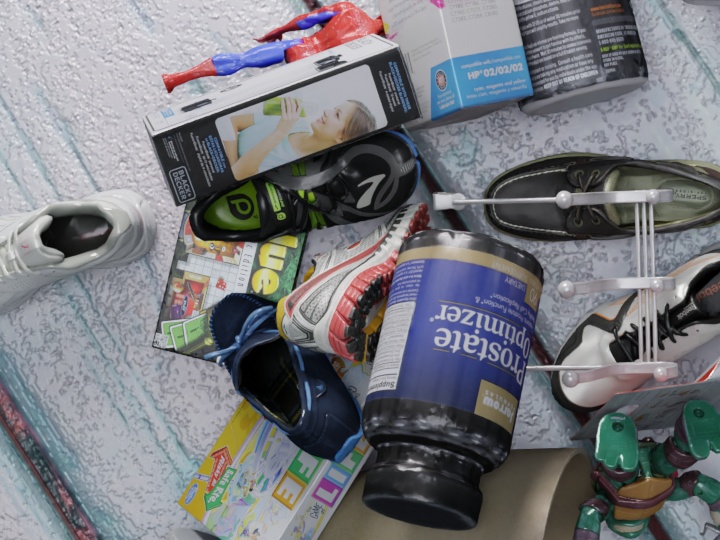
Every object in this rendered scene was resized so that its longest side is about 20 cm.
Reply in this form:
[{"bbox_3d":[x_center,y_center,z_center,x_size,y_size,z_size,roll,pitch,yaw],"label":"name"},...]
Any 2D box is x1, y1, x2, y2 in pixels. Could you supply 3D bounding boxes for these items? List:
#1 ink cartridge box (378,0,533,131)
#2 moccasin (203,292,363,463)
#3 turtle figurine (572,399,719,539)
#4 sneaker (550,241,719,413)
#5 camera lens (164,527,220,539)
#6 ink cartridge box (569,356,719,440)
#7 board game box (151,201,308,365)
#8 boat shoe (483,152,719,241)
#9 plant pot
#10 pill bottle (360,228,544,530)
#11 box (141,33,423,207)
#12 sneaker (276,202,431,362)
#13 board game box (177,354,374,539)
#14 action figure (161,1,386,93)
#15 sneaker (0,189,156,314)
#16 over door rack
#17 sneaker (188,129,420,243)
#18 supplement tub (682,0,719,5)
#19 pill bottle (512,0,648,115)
[{"bbox_3d":[0.063,-0.219,1.530,0.068,0.115,0.201,-12,89,-21],"label":"ink cartridge box"},{"bbox_3d":[-0.065,0.068,1.496,0.200,0.068,0.081,38,99,48],"label":"moccasin"},{"bbox_3d":[0.215,0.172,1.485,0.149,0.200,0.101,-24,58,-15],"label":"turtle figurine"},{"bbox_3d":[0.231,0.041,1.536,0.200,0.080,0.074,-37,88,5],"label":"sneaker"},{"bbox_3d":[-0.128,0.322,1.522,0.159,0.160,0.201,27,91,6],"label":"camera lens"},{"bbox_3d":[0.266,0.079,1.467,0.199,0.163,0.057,-2,73,-7],"label":"ink cartridge box"},{"bbox_3d":[-0.097,-0.022,1.598,0.104,0.023,0.201,13,90,4],"label":"board game box"},{"bbox_3d":[0.196,-0.060,1.547,0.200,0.066,0.072,-1,90,6],"label":"boat shoe"},{"bbox_3d":[0.064,0.218,1.510,0.199,0.187,0.188,6,89,20],"label":"plant pot"},{"bbox_3d":[0.063,0.081,1.426,0.111,0.112,0.201,11,72,6],"label":"pill bottle"},{"bbox_3d":[-0.062,-0.118,1.504,0.199,0.117,0.060,-20,104,-4],"label":"box"},{"bbox_3d":[0.000,0.000,1.509,0.082,0.200,0.078,7,115,24],"label":"sneaker"},{"bbox_3d":[-0.048,0.129,1.531,0.034,0.134,0.200,35,85,-37],"label":"board game box"},{"bbox_3d":[-0.058,-0.168,1.580,0.199,0.052,0.066,-21,81,-3],"label":"action figure"},{"bbox_3d":[-0.268,-0.019,1.575,0.199,0.099,0.078,-22,86,5],"label":"sneaker"},{"bbox_3d":[0.142,0.013,1.506,0.199,0.067,0.149,0,94,26],"label":"over door rack"},{"bbox_3d":[-0.044,-0.056,1.520,0.199,0.083,0.071,-13,104,23],"label":"sneaker"},{"bbox_3d":[0.296,-0.312,1.516,0.122,0.123,0.201,-3,88,6],"label":"supplement tub"},{"bbox_3d":[0.153,-0.231,1.536,0.106,0.106,0.201,-13,87,5],"label":"pill bottle"}]
